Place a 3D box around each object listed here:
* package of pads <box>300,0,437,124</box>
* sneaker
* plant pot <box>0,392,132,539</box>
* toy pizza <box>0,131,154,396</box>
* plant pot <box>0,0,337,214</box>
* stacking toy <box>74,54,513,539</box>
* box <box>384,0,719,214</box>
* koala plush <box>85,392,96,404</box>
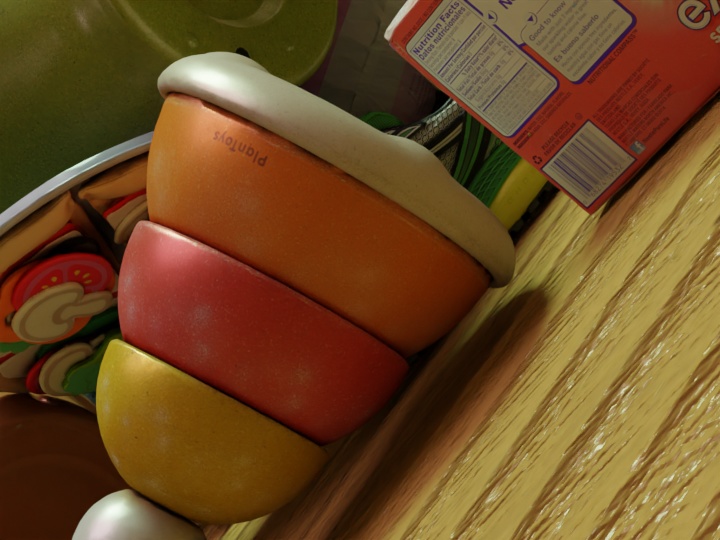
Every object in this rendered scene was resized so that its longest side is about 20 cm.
[{"bbox_3d":[0.012,-0.135,0.977,0.200,0.075,0.121,-78,9,-61],"label":"package of pads"},{"bbox_3d":[0.012,-0.015,0.873,0.200,0.085,0.078,-53,4,-13],"label":"sneaker"},{"bbox_3d":[-0.169,0.137,0.941,0.200,0.200,0.140,-53,21,-24],"label":"plant pot"},{"bbox_3d":[-0.094,0.003,0.862,0.199,0.032,0.200,-26,-20,-10],"label":"toy pizza"},{"bbox_3d":[-0.116,-0.096,0.885,0.193,0.200,0.201,-31,17,45],"label":"plant pot"},{"bbox_3d":[-0.049,0.037,0.723,0.201,0.146,0.146,-60,5,-5],"label":"stacking toy"},{"bbox_3d":[0.111,-0.130,0.684,0.200,0.102,0.095,-49,5,40],"label":"box"},{"bbox_3d":[-0.123,0.041,1.129,0.199,0.184,0.178,6,67,39],"label":"koala plush"}]
